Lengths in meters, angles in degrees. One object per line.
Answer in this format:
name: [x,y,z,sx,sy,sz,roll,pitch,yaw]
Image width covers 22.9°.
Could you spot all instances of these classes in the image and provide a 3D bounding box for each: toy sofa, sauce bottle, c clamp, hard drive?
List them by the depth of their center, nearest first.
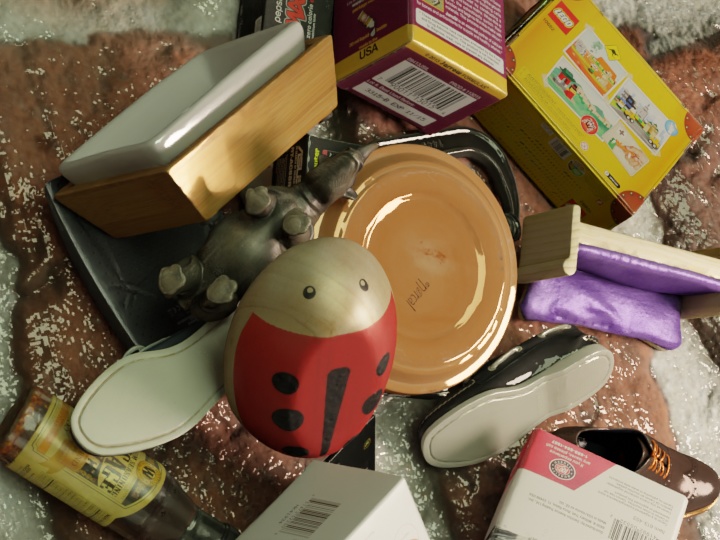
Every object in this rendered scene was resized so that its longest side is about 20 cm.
sauce bottle: [-0.181,0.163,1.343,0.200,0.066,0.066,33,58,-16]
hard drive: [-0.161,-0.003,1.434,0.135,0.042,0.201,-31,88,-36]
c clamp: [0.072,-0.049,1.602,0.199,0.027,0.171,-19,74,-34]
toy sofa: [0.243,0.010,1.625,0.199,0.083,0.098,13,77,-28]

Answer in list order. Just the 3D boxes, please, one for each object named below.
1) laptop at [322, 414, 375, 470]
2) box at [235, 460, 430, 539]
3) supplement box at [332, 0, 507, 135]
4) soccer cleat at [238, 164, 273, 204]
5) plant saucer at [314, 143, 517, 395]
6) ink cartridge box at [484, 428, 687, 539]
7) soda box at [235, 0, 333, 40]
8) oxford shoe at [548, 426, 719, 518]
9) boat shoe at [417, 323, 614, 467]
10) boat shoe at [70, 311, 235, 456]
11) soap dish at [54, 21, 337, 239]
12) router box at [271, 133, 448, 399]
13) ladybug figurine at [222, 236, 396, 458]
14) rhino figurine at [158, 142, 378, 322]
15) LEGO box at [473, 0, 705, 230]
laptop: [-0.005,0.250,1.385,0.103,0.201,0.177,26,50,25]
box: [-0.004,0.260,1.309,0.124,0.097,0.201,-42,121,-36]
supplement box: [0.052,-0.246,1.596,0.131,0.103,0.201,24,55,-39]
soccer cleat: [-0.051,-0.019,1.491,0.200,0.069,0.085,51,50,-8]
plant saucer: [0.043,-0.002,1.416,0.199,0.032,0.202,3,85,-29]
ink cartridge box: [0.168,0.254,1.465,0.144,0.085,0.200,24,53,4]
soda box: [-0.063,-0.268,1.586,0.070,0.063,0.201,16,64,-24]
oxford shoe: [0.250,0.180,1.582,0.199,0.072,0.072,11,65,-27]
boat shoe: [0.126,0.105,1.548,0.199,0.074,0.060,-28,44,-20]
boat shoe: [-0.144,0.083,1.348,0.200,0.062,0.075,-40,93,-35]
soap dish: [-0.122,-0.106,1.384,0.200,0.157,0.081,-44,112,-35]
router box: [0.000,0.000,1.446,0.149,0.062,0.201,9,81,-30]
ladybug figurine: [-0.031,0.068,1.312,0.135,0.201,0.072,-12,43,-20]
rhino figurine: [-0.064,-0.034,1.330,0.200,0.087,0.060,-41,84,-9]
LEGO box: [0.208,-0.153,1.689,0.200,0.077,0.149,48,55,-5]
